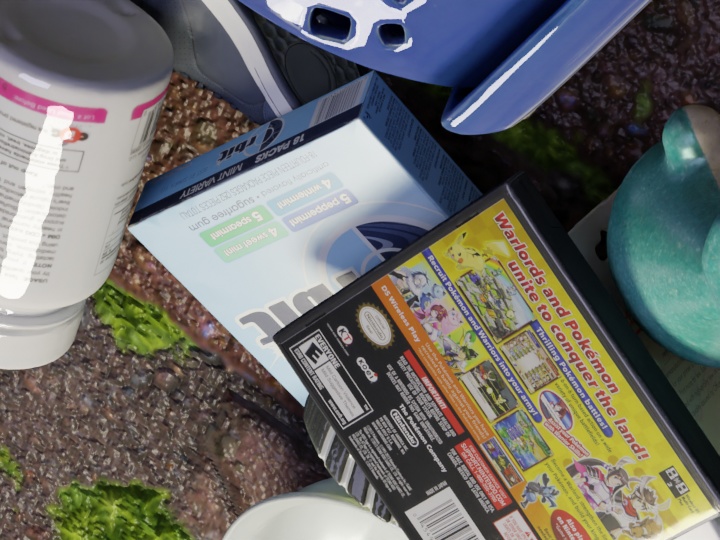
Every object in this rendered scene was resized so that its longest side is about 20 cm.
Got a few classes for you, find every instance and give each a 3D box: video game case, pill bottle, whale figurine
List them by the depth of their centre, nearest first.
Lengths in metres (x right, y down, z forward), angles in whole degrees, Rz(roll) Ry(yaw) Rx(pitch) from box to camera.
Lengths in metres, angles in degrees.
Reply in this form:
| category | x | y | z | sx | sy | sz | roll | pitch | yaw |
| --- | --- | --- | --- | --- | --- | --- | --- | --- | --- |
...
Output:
| category | x | y | z | sx | sy | sz | roll | pitch | yaw |
| --- | --- | --- | --- | --- | --- | --- | --- | --- | --- |
| whale figurine | 0.176 | -0.002 | 1.338 | 0.104 | 0.200 | 0.159 | -23 | 99 | 9 |
| video game case | 0.073 | 0.074 | 1.401 | 0.181 | 0.025 | 0.200 | -33 | 91 | 36 |
| pill bottle | -0.180 | -0.051 | 1.482 | 0.113 | 0.113 | 0.200 | 30 | 125 | 14 |

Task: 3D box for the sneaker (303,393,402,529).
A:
| category | x | y | z | sx | sy | sz | roll | pitch | yaw |
| --- | --- | --- | --- | --- | --- | --- | --- | --- | --- |
| sneaker | 0.061 | 0.110 | 1.508 | 0.200 | 0.090 | 0.078 | 24 | 96 | -4 |

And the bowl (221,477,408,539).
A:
| category | x | y | z | sx | sy | sz | roll | pitch | yaw |
| --- | --- | --- | --- | --- | --- | --- | --- | --- | --- |
| bowl | 0.021 | 0.193 | 1.577 | 0.201 | 0.090 | 0.201 | 18 | 128 | 25 |

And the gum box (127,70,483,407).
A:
| category | x | y | z | sx | sy | sz | roll | pitch | yaw |
| --- | --- | --- | --- | --- | --- | --- | --- | --- | --- |
| gum box | 0.000 | 0.000 | 1.494 | 0.170 | 0.045 | 0.200 | -24 | 122 | 34 |

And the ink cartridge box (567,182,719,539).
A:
| category | x | y | z | sx | sy | sz | roll | pitch | yaw |
| --- | --- | --- | --- | --- | --- | --- | --- | --- | --- |
| ink cartridge box | 0.149 | 0.066 | 1.442 | 0.067 | 0.117 | 0.200 | -27 | 95 | 34 |

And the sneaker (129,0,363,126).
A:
| category | x | y | z | sx | sy | sz | roll | pitch | yaw |
| --- | --- | --- | --- | --- | --- | --- | --- | --- | --- |
| sneaker | -0.093 | -0.117 | 1.519 | 0.146 | 0.077 | 0.202 | -32 | 98 | 39 |

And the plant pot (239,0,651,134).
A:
| category | x | y | z | sx | sy | sz | roll | pitch | yaw |
| --- | --- | --- | --- | --- | --- | --- | --- | --- | --- |
| plant pot | 0.064 | -0.197 | 1.321 | 0.180 | 0.200 | 0.200 | 38 | 126 | -11 |
